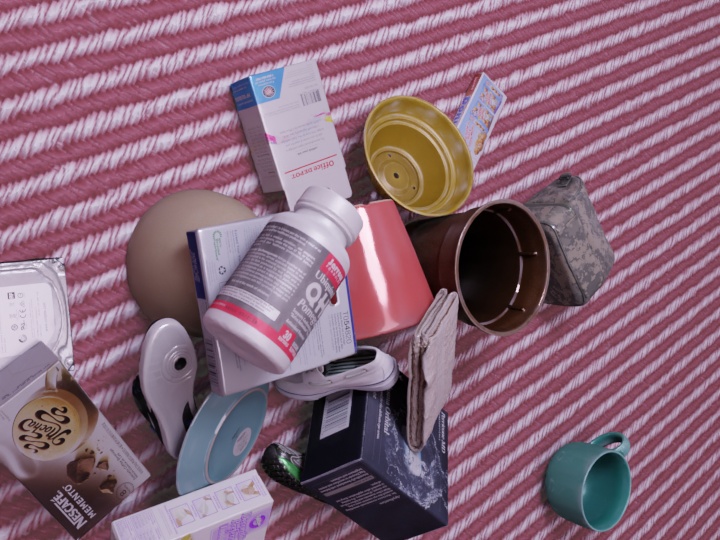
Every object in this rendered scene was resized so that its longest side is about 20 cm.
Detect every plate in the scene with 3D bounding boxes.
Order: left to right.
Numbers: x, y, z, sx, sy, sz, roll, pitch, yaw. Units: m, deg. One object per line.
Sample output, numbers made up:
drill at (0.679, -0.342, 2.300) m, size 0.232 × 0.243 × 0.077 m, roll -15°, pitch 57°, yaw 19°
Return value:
plate at (-0.170, 0.214, 0.977) m, size 0.201 × 0.025 × 0.202 m, roll -54°, pitch 156°, yaw -36°

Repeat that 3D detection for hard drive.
hard drive at (-0.438, 0.063, 0.848) m, size 0.198 × 0.038 × 0.142 m, roll -6°, pitch 95°, yaw -34°

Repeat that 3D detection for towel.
towel at (0.101, 0.137, 1.025) m, size 0.133 × 0.034 × 0.202 m, roll -50°, pitch 147°, yaw -48°

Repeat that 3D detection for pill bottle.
pill bottle at (-0.080, 0.006, 0.839) m, size 0.111 × 0.110 × 0.201 m, roll 43°, pitch 68°, yaw -28°

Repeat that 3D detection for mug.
mug at (0.441, 0.407, 1.436) m, size 0.183 × 0.114 × 0.154 m, roll -13°, pitch 99°, yaw -35°

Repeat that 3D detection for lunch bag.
lunch bag at (0.377, -0.055, 1.355) m, size 0.168 × 0.139 × 0.201 m, roll -42°, pitch 115°, yaw -26°

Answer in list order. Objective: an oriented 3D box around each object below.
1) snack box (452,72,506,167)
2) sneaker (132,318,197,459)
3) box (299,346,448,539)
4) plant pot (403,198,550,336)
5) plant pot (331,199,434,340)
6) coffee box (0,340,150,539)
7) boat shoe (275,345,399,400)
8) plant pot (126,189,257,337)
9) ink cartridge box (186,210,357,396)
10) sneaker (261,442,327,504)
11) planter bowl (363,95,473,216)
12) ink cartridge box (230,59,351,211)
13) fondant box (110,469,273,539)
snack box at (0.190, -0.241, 1.286) m, size 0.072 × 0.024 × 0.202 m, roll 35°, pitch 72°, yaw -30°
sneaker at (-0.256, 0.134, 0.926) m, size 0.073 × 0.111 × 0.202 m, roll -23°, pitch 126°, yaw -34°
box at (0.029, 0.257, 1.085) m, size 0.200 × 0.117 × 0.198 m, roll 43°, pitch 34°, yaw -29°
plant pot at (0.160, -0.007, 1.169) m, size 0.198 × 0.197 × 0.203 m, roll -1°, pitch 93°, yaw -34°
plant pot at (0.000, 0.000, 1.072) m, size 0.198 × 0.200 × 0.180 m, roll -14°, pitch 91°, yaw -34°
coffee box at (-0.352, 0.200, 0.863) m, size 0.113 × 0.079 × 0.202 m, roll -40°, pitch 124°, yaw -24°
boat shoe at (-0.044, 0.132, 1.036) m, size 0.067 × 0.198 × 0.074 m, roll 53°, pitch 35°, yaw -42°
plant pot at (-0.187, -0.006, 0.963) m, size 0.198 × 0.134 × 0.203 m, roll -2°, pitch 94°, yaw -35°
ink cartridge box at (-0.104, 0.032, 0.916) m, size 0.198 × 0.040 × 0.203 m, roll -12°, pitch 99°, yaw -35°
sneaker at (-0.068, 0.294, 1.105) m, size 0.199 × 0.077 × 0.086 m, roll 36°, pitch 65°, yaw -40°
planter bowl at (0.073, -0.163, 1.155) m, size 0.198 × 0.083 × 0.203 m, roll 11°, pitch 66°, yaw -27°
ink cartridge box at (-0.097, -0.185, 1.059) m, size 0.114 × 0.068 × 0.203 m, roll -24°, pitch 105°, yaw -32°
fondant box at (-0.220, 0.356, 0.960) m, size 0.198 × 0.058 × 0.146 m, roll -13°, pitch 134°, yaw -35°
